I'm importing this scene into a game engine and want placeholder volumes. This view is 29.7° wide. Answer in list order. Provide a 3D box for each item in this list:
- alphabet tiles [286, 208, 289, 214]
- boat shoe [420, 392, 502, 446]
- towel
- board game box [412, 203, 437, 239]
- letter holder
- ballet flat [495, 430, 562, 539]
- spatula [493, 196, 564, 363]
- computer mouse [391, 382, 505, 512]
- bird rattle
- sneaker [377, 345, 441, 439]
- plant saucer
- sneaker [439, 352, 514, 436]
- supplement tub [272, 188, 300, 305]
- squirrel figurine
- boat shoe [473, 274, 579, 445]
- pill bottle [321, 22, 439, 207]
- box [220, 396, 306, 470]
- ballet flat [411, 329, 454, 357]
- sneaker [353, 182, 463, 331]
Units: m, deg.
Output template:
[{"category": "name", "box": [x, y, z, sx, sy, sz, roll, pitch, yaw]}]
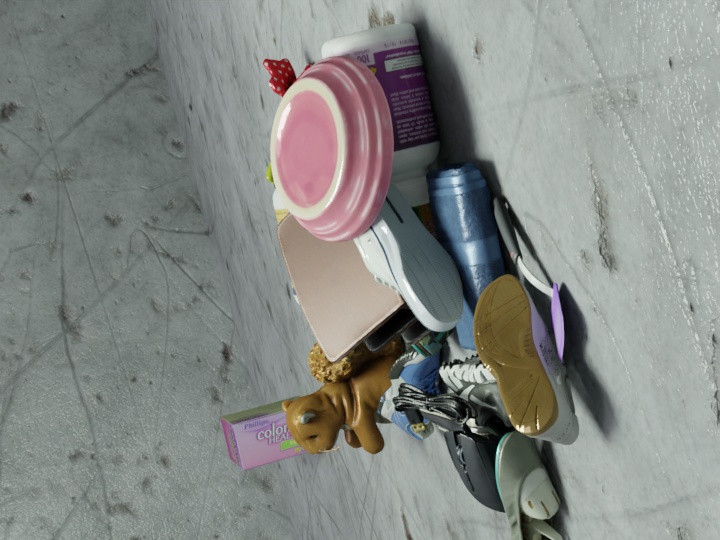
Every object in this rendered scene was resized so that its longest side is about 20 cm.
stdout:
[{"category": "alphabet tiles", "box": [-0.027, -0.100, 1.736, 0.008, 0.166, 0.201, -52, 51, 49]}, {"category": "boat shoe", "box": [0.119, 0.186, 1.619, 0.200, 0.072, 0.063, -172, 71, -71]}, {"category": "towel", "box": [0.122, -0.014, 1.449, 0.112, 0.048, 0.202, -167, 64, -75]}, {"category": "board game box", "box": [0.058, -0.107, 1.663, 0.095, 0.030, 0.202, 174, 80, -75]}, {"category": "letter holder", "box": [0.000, 0.000, 1.616, 0.142, 0.100, 0.201, -40, 59, 29]}, {"category": "ballet flat", "box": [0.190, 0.263, 1.460, 0.063, 0.067, 0.202, 19, 127, 42]}, {"category": "spatula", "box": [0.167, -0.001, 1.334, 0.057, 0.020, 0.201, 86, 165, -50]}, {"category": "computer mouse", "box": [0.107, 0.206, 1.510, 0.140, 0.046, 0.200, 13, 146, 49]}, {"category": "bird rattle", "box": [-0.100, -0.220, 2.069, 0.163, 0.112, 0.202, 57, -161, -80]}, {"category": "sneaker", "box": [0.081, 0.151, 1.783, 0.077, 0.076, 0.201, 42, 152, 19]}, {"category": "plant saucer", "box": [-0.040, -0.132, 1.474, 0.200, 0.050, 0.203, 4, 95, 54]}, {"category": "sneaker", "box": [0.139, 0.138, 1.498, 0.200, 0.066, 0.091, 165, 93, -75]}, {"category": "supplement tub", "box": [-0.040, -0.061, 1.866, 0.144, 0.143, 0.202, -163, 60, -75]}, {"category": "squirrel figurine", "box": [-0.022, 0.166, 1.935, 0.141, 0.185, 0.202, -143, 40, -70]}, {"category": "boat shoe", "box": [0.165, 0.091, 1.334, 0.069, 0.071, 0.201, 33, -149, -36]}, {"category": "pill bottle", "box": [0.028, -0.170, 1.538, 0.112, 0.111, 0.202, -171, 67, -76]}, {"category": "box", "box": [-0.185, 0.335, 2.815, 0.200, 0.174, 0.098, 171, 85, -76]}, {"category": "ballet flat", "box": [0.066, 0.042, 1.718, 0.200, 0.074, 0.075, -132, 30, -56]}, {"category": "sneaker", "box": [0.047, -0.008, 1.463, 0.201, 0.072, 0.071, 63, 145, 30]}]
